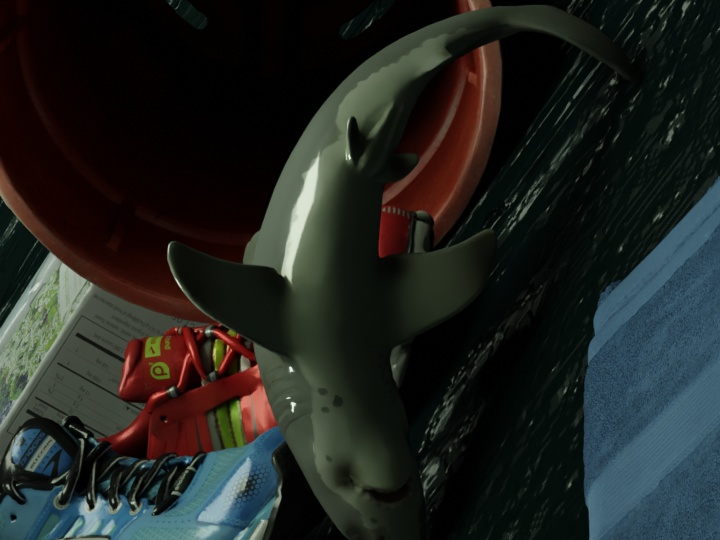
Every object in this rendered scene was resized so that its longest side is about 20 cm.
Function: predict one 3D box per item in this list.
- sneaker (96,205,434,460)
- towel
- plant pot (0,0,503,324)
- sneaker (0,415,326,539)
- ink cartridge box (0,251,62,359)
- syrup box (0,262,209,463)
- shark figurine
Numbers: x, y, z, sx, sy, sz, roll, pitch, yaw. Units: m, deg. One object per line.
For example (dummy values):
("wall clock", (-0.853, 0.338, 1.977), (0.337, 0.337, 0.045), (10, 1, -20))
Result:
("sneaker", (-0.045, 0.044, 1.059), (0.200, 0.085, 0.077), (-49, 22, 34))
("towel", (0.101, 0.052, 0.712), (0.112, 0.048, 0.200), (-49, 21, 34))
("plant pot", (-0.042, -0.111, 1.138), (0.201, 0.200, 0.195), (-53, 12, 23))
("sneaker", (-0.094, 0.093, 1.035), (0.200, 0.090, 0.078), (-26, 9, 39))
("ink cartridge box", (-0.128, -0.002, 1.360), (0.160, 0.047, 0.200), (-56, 8, 14))
("syrup box", (-0.109, 0.050, 1.231), (0.200, 0.081, 0.079), (-57, 16, 15))
("shark figurine", (-0.004, -0.022, 0.972), (0.089, 0.128, 0.215), (-17, 48, 62))
